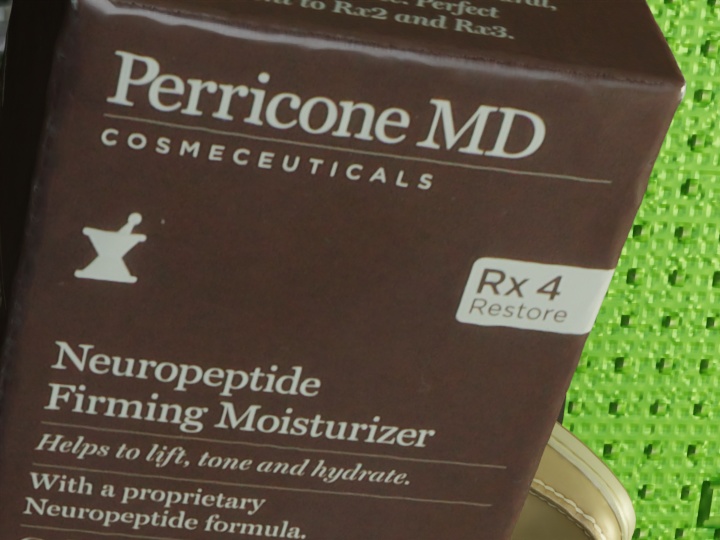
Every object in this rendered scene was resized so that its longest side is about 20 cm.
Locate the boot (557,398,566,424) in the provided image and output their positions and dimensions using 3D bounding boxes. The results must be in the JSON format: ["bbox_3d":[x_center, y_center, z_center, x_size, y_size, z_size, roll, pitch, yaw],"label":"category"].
[{"bbox_3d":[0.051,0.055,0.840,0.075,0.074,0.202,16,107,11],"label":"boot"}]

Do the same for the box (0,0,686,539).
[{"bbox_3d":[-0.027,-0.026,0.592,0.164,0.165,0.201,7,126,-14],"label":"box"}]

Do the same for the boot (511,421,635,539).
[{"bbox_3d":[-0.011,0.095,0.692,0.199,0.156,0.073,27,132,4],"label":"boot"}]
